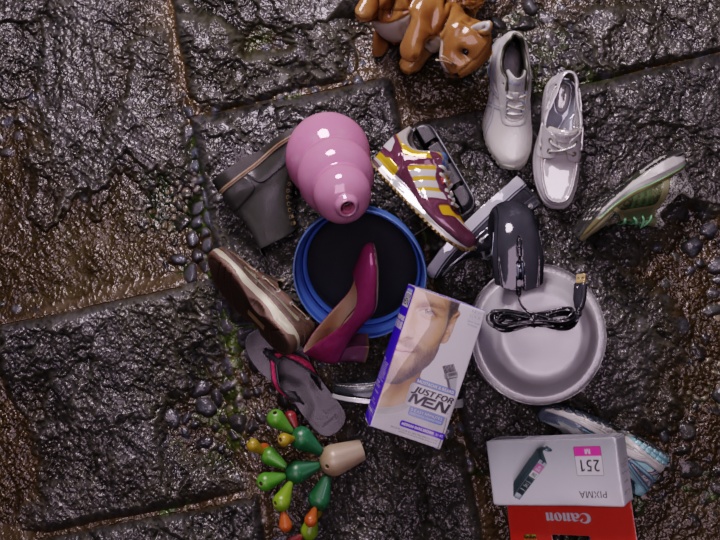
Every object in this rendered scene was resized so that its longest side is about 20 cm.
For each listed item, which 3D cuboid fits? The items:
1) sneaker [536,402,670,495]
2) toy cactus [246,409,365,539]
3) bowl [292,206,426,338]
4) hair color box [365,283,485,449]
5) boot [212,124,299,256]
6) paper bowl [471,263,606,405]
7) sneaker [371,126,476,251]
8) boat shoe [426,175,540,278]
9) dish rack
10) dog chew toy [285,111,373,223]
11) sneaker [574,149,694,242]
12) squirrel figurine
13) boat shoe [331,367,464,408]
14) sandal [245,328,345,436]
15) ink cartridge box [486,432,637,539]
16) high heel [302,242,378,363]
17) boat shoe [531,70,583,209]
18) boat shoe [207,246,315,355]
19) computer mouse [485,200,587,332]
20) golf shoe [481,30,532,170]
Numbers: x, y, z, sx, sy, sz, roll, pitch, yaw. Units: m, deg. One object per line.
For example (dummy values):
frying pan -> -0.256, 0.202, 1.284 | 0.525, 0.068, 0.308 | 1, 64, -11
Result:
sneaker -> 0.340, 0.259, 1.235 | 0.197, 0.078, 0.088 | 25, 92, 5
toy cactus -> -0.073, 0.293, 1.262 | 0.162, 0.102, 0.204 | -16, 86, -11
bowl -> 0.000, 0.000, 1.254 | 0.196, 0.039, 0.204 | 4, 113, 8
hair color box -> 0.089, 0.133, 1.198 | 0.107, 0.065, 0.204 | 18, 90, -7
boot -> -0.106, -0.130, 1.300 | 0.198, 0.077, 0.140 | -32, 94, 8
paper bowl -> 0.255, 0.091, 1.237 | 0.196, 0.104, 0.205 | 0, 86, 3
sneaker -> 0.105, -0.117, 1.212 | 0.090, 0.075, 0.200 | -46, 77, 5
boat shoe -> 0.183, -0.049, 1.270 | 0.200, 0.072, 0.068 | -42, 83, -6
dish rack -> 0.057, -0.114, 1.289 | 0.198, 0.055, 0.155 | -31, 84, 4
dog chew toy -> -0.036, -0.134, 1.177 | 0.122, 0.201, 0.127 | -7, 124, -10
sneaker -> 0.408, -0.090, 1.255 | 0.198, 0.077, 0.089 | -35, 93, 4
squirrel figurine -> 0.119, -0.379, 1.249 | 0.184, 0.142, 0.202 | 26, 79, 16
boat shoe -> 0.056, 0.168, 1.265 | 0.196, 0.076, 0.062 | 2, 87, -8
sandal -> -0.096, 0.162, 1.286 | 0.075, 0.045, 0.200 | -42, 85, 1
ink cartridge box -> 0.281, 0.322, 1.206 | 0.197, 0.043, 0.177 | -10, 84, 35
high heel -> -0.027, 0.050, 1.216 | 0.094, 0.068, 0.203 | 5, 117, -6
boat shoe -> 0.294, -0.195, 1.267 | 0.069, 0.069, 0.205 | 2, 87, 2
boat shoe -> -0.147, 0.038, 1.295 | 0.074, 0.075, 0.203 | -32, 73, -35
computer mouse -> 0.245, -0.013, 1.183 | 0.137, 0.046, 0.204 | 4, 66, 3
golf shoe -> 0.219, -0.252, 1.263 | 0.077, 0.097, 0.205 | -3, 88, 2
